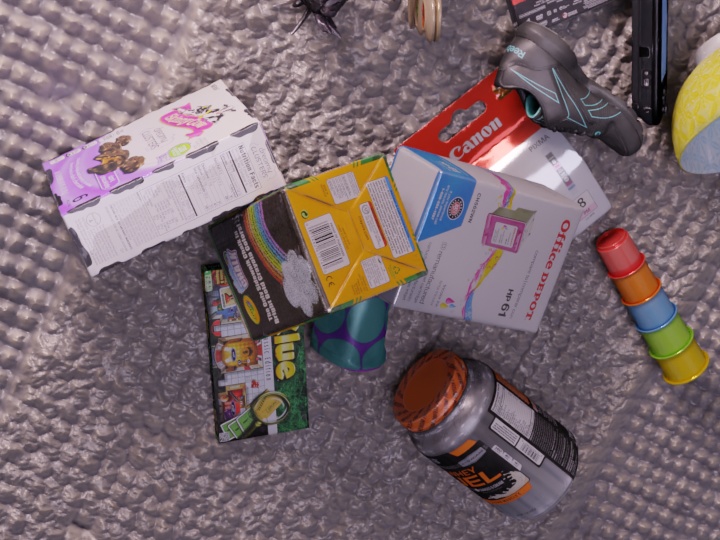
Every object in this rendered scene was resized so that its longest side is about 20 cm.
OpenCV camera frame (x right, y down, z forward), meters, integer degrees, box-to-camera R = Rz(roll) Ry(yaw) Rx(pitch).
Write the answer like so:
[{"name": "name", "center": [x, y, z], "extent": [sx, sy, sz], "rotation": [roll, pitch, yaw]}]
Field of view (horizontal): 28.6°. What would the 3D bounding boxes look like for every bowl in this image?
[{"name": "bowl", "center": [0.417, -0.199, 1.521], "extent": [0.199, 0.200, 0.108], "rotation": [-14, 70, -13]}]

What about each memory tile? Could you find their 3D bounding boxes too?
[{"name": "memory tile", "center": [0.062, -0.325, 1.352], "extent": [0.017, 0.153, 0.201], "rotation": [-2, 108, -4]}]

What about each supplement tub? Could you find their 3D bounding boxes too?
[{"name": "supplement tub", "center": [0.138, 0.180, 1.572], "extent": [0.200, 0.123, 0.123], "rotation": [38, 94, -24]}]

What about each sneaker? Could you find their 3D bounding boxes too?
[{"name": "sneaker", "center": [0.217, -0.175, 1.491], "extent": [0.200, 0.075, 0.079], "rotation": [38, 85, -26]}]

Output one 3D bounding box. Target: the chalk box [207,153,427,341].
[{"name": "chalk box", "center": [-0.054, -0.016, 1.357], "extent": [0.124, 0.200, 0.125], "rotation": [-21, 91, -34]}]

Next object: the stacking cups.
[{"name": "stacking cups", "center": [0.331, 0.042, 1.617], "extent": [0.060, 0.061, 0.200], "rotation": [-37, 115, -2]}]

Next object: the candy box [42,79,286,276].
[{"name": "candy box", "center": [-0.190, -0.092, 1.345], "extent": [0.199, 0.168, 0.072], "rotation": [-26, 116, -8]}]

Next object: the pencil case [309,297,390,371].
[{"name": "pencil case", "center": [0.000, 0.000, 1.484], "extent": [0.085, 0.092, 0.201], "rotation": [16, 110, 16]}]

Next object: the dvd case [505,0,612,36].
[{"name": "dvd case", "center": [0.200, -0.358, 1.457], "extent": [0.146, 0.022, 0.201], "rotation": [-24, 116, -8]}]

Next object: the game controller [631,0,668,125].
[{"name": "game controller", "center": [0.311, -0.257, 1.488], "extent": [0.042, 0.104, 0.201], "rotation": [7, 113, 24]}]

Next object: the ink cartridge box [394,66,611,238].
[{"name": "ink cartridge box", "center": [0.156, -0.096, 1.522], "extent": [0.162, 0.057, 0.200], "rotation": [-38, 120, -1]}]

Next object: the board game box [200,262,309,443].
[{"name": "board game box", "center": [-0.111, 0.084, 1.514], "extent": [0.104, 0.023, 0.201], "rotation": [-10, 111, -17]}]

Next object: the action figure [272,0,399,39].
[{"name": "action figure", "center": [-0.006, -0.303, 1.352], "extent": [0.102, 0.200, 0.119], "rotation": [-15, 71, -37]}]

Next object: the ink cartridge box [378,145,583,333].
[{"name": "ink cartridge box", "center": [0.112, -0.029, 1.436], "extent": [0.199, 0.085, 0.145], "rotation": [11, 105, -37]}]
